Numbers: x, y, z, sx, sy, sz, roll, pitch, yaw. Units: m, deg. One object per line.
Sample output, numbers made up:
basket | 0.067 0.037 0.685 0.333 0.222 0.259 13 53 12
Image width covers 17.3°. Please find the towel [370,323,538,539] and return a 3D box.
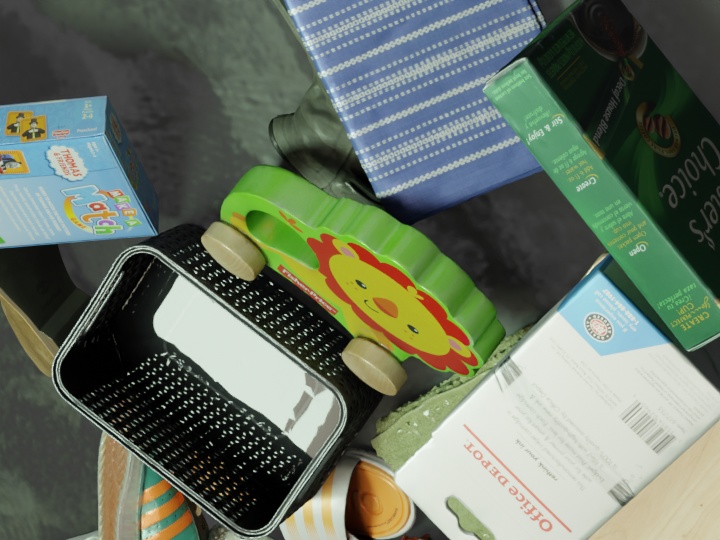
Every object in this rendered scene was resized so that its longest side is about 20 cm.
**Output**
towel | 0.109 0.126 1.634 0.148 0.036 0.200 49 133 -5

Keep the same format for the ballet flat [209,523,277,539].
ballet flat | -0.053 0.255 1.820 0.199 0.072 0.072 21 130 23

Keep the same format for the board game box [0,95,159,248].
board game box | -0.255 -0.064 1.658 0.199 0.037 0.151 -4 153 8

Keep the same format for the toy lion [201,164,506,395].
toy lion | 0.000 0.000 1.541 0.200 0.069 0.192 39 162 0

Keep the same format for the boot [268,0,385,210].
boot | -0.024 -0.114 1.540 0.200 0.068 0.131 51 138 -9

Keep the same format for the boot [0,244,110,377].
boot | -0.263 0.005 1.796 0.075 0.074 0.200 -10 116 50

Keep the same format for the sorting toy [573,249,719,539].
sorting toy | 0.186 0.111 1.516 0.199 0.070 0.200 39 116 5

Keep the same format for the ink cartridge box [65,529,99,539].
ink cartridge box | -0.185 0.318 1.945 0.146 0.086 0.200 -21 108 43

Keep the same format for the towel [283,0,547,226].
towel | 0.046 -0.137 1.459 0.144 0.024 0.200 -23 107 10

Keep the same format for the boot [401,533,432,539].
boot | 0.009 0.239 1.744 0.199 0.108 0.075 13 158 23

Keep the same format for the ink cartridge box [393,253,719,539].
ink cartridge box | 0.128 0.094 1.455 0.116 0.068 0.200 45 116 2

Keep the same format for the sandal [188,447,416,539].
sandal | -0.053 0.173 1.766 0.206 0.059 0.079 5 123 33

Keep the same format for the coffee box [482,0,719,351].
coffee box | 0.170 -0.064 1.399 0.044 0.123 0.200 -34 96 41

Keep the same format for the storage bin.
storage bin | -0.100 0.076 1.676 0.200 0.094 0.135 37 109 7

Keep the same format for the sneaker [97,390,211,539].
sneaker | -0.157 0.181 1.834 0.071 0.080 0.201 -158 69 -63
